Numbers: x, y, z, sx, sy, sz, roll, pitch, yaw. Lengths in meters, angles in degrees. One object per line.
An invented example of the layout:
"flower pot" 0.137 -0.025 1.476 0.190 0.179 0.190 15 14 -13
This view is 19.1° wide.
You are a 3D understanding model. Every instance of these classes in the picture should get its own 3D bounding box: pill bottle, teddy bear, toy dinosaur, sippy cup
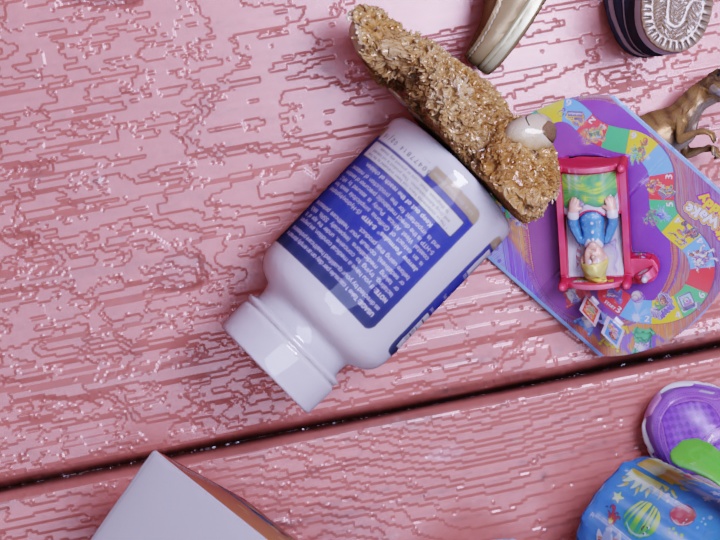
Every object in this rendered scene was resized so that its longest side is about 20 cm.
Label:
"pill bottle" 0.000 0.000 1.538 0.200 0.120 0.120 -45 98 -4
"teddy bear" 0.070 -0.123 1.521 0.067 0.145 0.200 -46 59 1
"toy dinosaur" 0.202 -0.085 1.605 0.199 0.060 0.107 -25 85 3
"sippy cup" 0.233 0.208 1.569 0.130 0.139 0.179 35 102 30

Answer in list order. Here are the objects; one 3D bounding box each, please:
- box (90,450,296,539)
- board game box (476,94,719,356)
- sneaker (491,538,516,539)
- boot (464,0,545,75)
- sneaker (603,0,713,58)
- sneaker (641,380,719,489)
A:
"box" -0.075 0.236 1.481 0.199 0.152 0.107 35 87 29
"board game box" 0.177 -0.028 1.567 0.200 0.039 0.158 41 111 -4
"sneaker" 0.086 0.223 1.565 0.198 0.074 0.082 5 123 4
"boot" 0.078 -0.260 1.557 0.154 0.073 0.201 24 88 -9
"sneaker" 0.232 -0.250 1.568 0.070 0.108 0.202 16 85 -6
"sneaker" 0.302 0.157 1.607 0.200 0.088 0.081 38 89 -7
